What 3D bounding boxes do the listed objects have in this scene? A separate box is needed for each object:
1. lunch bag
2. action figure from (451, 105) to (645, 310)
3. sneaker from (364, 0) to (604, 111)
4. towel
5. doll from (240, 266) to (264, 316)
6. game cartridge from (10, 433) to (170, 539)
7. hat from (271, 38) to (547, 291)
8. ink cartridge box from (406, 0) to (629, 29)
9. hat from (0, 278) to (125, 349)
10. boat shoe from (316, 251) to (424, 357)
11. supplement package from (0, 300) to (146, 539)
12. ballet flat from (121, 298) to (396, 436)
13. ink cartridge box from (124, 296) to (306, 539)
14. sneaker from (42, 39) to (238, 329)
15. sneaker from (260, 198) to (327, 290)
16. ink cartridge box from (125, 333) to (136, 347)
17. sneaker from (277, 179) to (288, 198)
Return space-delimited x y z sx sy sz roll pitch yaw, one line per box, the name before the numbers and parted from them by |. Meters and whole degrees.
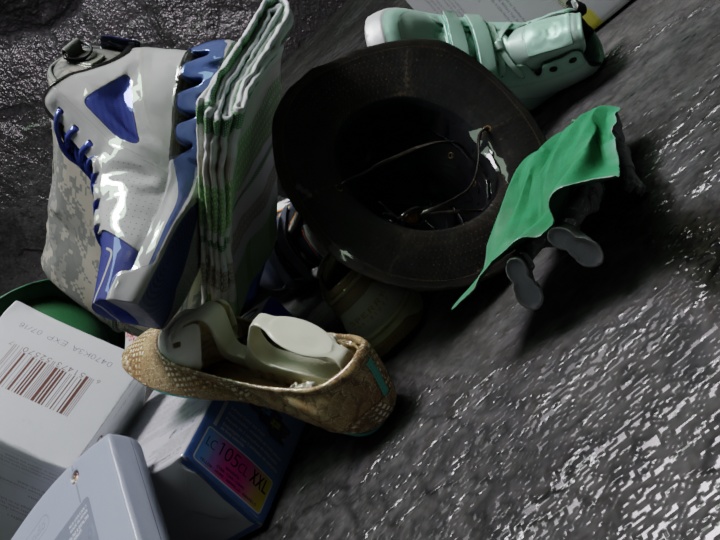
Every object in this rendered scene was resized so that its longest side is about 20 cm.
lunch bag | -0.169 -0.062 0.850 0.139 0.166 0.202 -51 -21 -56
action figure | 0.124 -0.050 0.645 0.118 0.055 0.200 -37 11 33
sneaker | 0.100 -0.175 0.821 0.199 0.075 0.118 4 -21 -45
towel | -0.074 -0.064 0.748 0.150 0.030 0.201 -69 -12 -48
doll | -0.134 0.037 0.966 0.048 0.135 0.202 6 -81 -62
game cartridge | -0.185 0.206 0.679 0.201 0.040 0.134 -51 44 18
hat | 0.035 -0.059 0.746 0.201 0.199 0.081 -53 -15 -26
ink cartridge box | 0.153 -0.268 0.951 0.199 0.145 0.084 -37 16 26
hat | -0.231 0.112 0.905 0.176 0.164 0.202 37 116 42
boat shoe | -0.002 0.002 0.818 0.073 0.063 0.201 -42 16 10
supplement package | -0.244 0.147 0.830 0.118 0.116 0.201 -62 -7 -48
ballet flat | -0.070 0.049 0.688 0.198 0.066 0.071 8 41 23
ink cartridge box | -0.103 0.109 0.786 0.136 0.076 0.201 -33 21 35
sneaker | -0.153 -0.065 0.707 0.081 0.114 0.202 81 -160 -67
sneaker | -0.048 -0.029 0.979 0.199 0.079 0.079 -31 10 37
ink cartridge box | -0.176 -0.003 1.091 0.146 0.083 0.202 171 112 -68
sneaker | -0.023 -0.076 0.861 0.198 0.077 0.080 15 26 30
